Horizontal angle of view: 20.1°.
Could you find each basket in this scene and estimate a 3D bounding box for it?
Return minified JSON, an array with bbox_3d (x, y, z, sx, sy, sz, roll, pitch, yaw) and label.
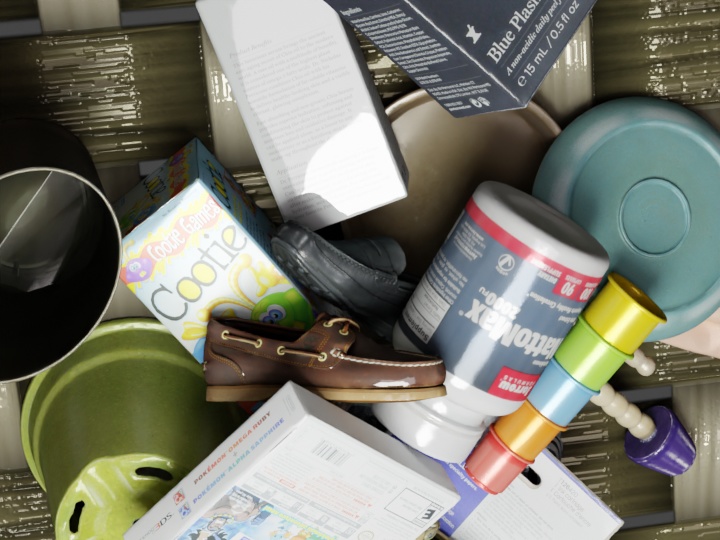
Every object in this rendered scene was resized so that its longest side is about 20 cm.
[{"bbox_3d":[-0.256,-0.033,1.549,0.136,0.200,0.181,32,106,-18],"label":"basket"}]

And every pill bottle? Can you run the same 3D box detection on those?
[{"bbox_3d":[0.095,0.044,1.583,0.119,0.120,0.200,26,105,-16],"label":"pill bottle"}]

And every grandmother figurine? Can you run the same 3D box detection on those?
[{"bbox_3d":[0.234,0.023,1.691,0.199,0.061,0.122,11,66,-20],"label":"grandmother figurine"}]

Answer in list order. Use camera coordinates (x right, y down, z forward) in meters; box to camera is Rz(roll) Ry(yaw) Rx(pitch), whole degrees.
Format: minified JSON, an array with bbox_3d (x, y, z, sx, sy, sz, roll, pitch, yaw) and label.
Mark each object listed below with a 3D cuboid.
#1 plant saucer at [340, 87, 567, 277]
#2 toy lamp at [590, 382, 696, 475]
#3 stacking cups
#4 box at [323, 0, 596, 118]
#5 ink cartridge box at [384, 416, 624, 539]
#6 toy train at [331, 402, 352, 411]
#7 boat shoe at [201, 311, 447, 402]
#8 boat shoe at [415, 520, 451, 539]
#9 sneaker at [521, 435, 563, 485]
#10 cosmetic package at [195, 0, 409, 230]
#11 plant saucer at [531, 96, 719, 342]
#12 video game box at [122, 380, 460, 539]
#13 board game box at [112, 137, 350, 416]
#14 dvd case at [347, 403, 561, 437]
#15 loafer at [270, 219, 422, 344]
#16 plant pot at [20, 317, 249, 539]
[{"bbox_3d":[0.079,-0.063,1.669,0.199,0.029,0.201,-3,113,-6],"label":"plant saucer"},{"bbox_3d":[0.211,0.112,1.730,0.200,0.058,0.058,38,103,-27],"label":"toy lamp"},{"bbox_3d":[0.157,0.095,1.614,0.060,0.061,0.200,36,102,-18],"label":"stacking cups"},{"bbox_3d":[0.079,-0.251,1.506,0.200,0.117,0.197,39,76,-19],"label":"box"},{"bbox_3d":[0.088,0.209,1.703,0.198,0.047,0.200,43,106,9],"label":"ink cartridge box"},{"bbox_3d":[-0.055,0.151,1.661,0.084,0.116,0.201,18,101,17],"label":"toy train"},{"bbox_3d":[-0.030,0.066,1.541,0.199,0.070,0.071,0,89,20],"label":"boat shoe"},{"bbox_3d":[0.063,0.232,1.658,0.063,0.073,0.200,-43,92,17],"label":"boat shoe"},{"bbox_3d":[0.114,0.225,1.757,0.087,0.074,0.201,13,105,8],"label":"sneaker"},{"bbox_3d":[-0.042,-0.139,1.583,0.101,0.071,0.201,-19,105,8],"label":"cosmetic package"},{"bbox_3d":[0.235,-0.042,1.652,0.199,0.027,0.201,0,90,-18],"label":"plant saucer"},{"bbox_3d":[-0.049,0.187,1.549,0.182,0.047,0.200,-44,136,12],"label":"video game box"},{"bbox_3d":[-0.105,0.011,1.636,0.103,0.105,0.200,-38,111,10],"label":"board game box"},{"bbox_3d":[0.071,0.149,1.757,0.199,0.022,0.147,8,111,-11],"label":"dvd case"},{"bbox_3d":[0.000,0.000,1.606,0.071,0.068,0.200,-57,140,-2],"label":"loafer"},{"bbox_3d":[-0.179,0.165,1.647,0.199,0.184,0.201,-2,111,-6],"label":"plant pot"}]
